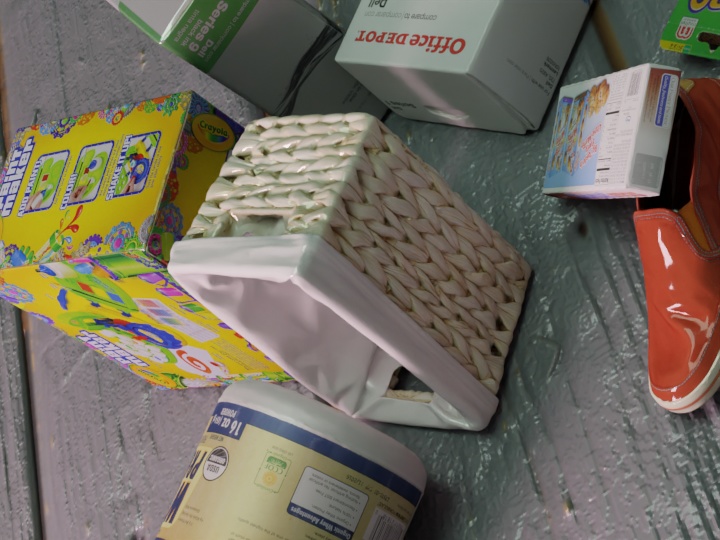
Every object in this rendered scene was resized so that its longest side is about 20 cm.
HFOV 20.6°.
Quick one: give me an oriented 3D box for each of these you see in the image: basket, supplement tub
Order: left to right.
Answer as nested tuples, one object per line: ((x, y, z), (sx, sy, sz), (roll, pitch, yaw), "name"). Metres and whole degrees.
((-0.058, 0.184, 1.226), (0.144, 0.144, 0.201), (11, 72, 48), "supplement tub")
((0.000, 0.000, 1.254), (0.135, 0.200, 0.124), (2, 61, 46), "basket")

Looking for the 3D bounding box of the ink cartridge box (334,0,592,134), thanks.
((0.089, -0.208, 1.390), (0.144, 0.084, 0.201), (12, 74, 48), "ink cartridge box")

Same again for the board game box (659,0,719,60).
((0.270, -0.217, 1.258), (0.095, 0.030, 0.201), (19, 76, 50), "board game box")

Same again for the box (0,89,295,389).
((-0.130, -0.013, 1.388), (0.192, 0.200, 0.123), (-7, 59, 41), "box")

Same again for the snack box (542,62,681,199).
((0.148, -0.081, 1.197), (0.200, 0.024, 0.073), (-170, 90, -82), "snack box")

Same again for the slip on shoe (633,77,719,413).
((0.187, -0.018, 1.159), (0.074, 0.061, 0.202), (-7, 75, 58), "slip on shoe")

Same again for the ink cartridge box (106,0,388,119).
((-0.082, -0.176, 1.453), (0.084, 0.199, 0.146), (-55, 39, 5), "ink cartridge box")
